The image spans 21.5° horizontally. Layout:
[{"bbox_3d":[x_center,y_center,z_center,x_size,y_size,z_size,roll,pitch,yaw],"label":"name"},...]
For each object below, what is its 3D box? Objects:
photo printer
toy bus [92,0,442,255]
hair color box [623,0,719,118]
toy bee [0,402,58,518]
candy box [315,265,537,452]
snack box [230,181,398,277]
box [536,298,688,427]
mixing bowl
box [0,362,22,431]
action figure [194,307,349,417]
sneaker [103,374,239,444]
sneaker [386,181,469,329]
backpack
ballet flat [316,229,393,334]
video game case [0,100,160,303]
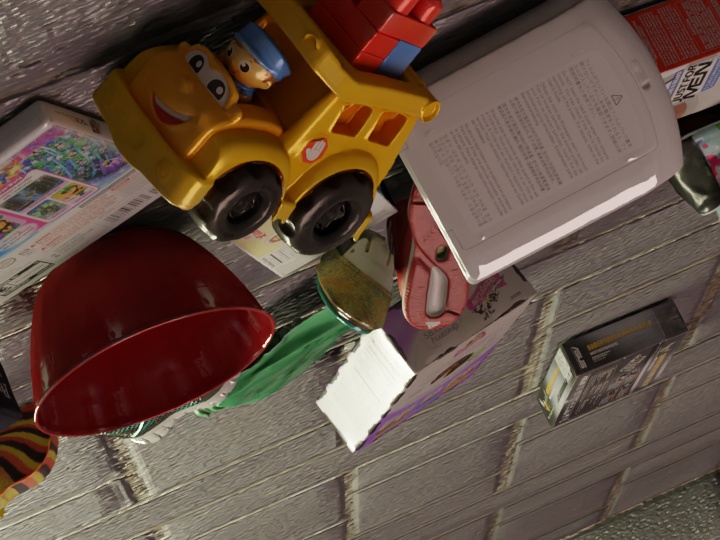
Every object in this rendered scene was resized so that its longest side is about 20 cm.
[{"bbox_3d":[0.132,-0.105,1.418,0.200,0.167,0.069,-29,-166,7],"label":"photo printer"},{"bbox_3d":[-0.042,-0.122,1.224,0.200,0.136,0.192,6,130,-52],"label":"toy bus"},{"bbox_3d":[0.217,-0.156,1.533,0.199,0.064,0.111,-20,161,-14],"label":"hair color box"},{"bbox_3d":[-0.352,0.208,1.699,0.200,0.109,0.131,-31,162,16],"label":"toy bee"},{"bbox_3d":[0.064,0.078,1.881,0.167,0.072,0.200,-31,166,-30],"label":"candy box"},{"bbox_3d":[-0.052,-0.057,1.492,0.116,0.037,0.200,-29,161,8],"label":"snack box"},{"bbox_3d":[0.314,0.118,2.382,0.158,0.048,0.200,-22,161,-12],"label":"box"},{"bbox_3d":[-0.176,0.035,1.469,0.199,0.109,0.200,-22,160,-8],"label":"mixing bowl"},{"bbox_3d":[-0.319,0.014,1.098,0.117,0.201,0.197,-29,161,10],"label":"box"},{"bbox_3d":[-0.081,0.078,1.781,0.200,0.055,0.118,-35,161,13],"label":"action figure"},{"bbox_3d":[-0.182,0.099,1.686,0.091,0.078,0.200,1,146,-44],"label":"sneaker"},{"bbox_3d":[0.056,-0.062,1.586,0.078,0.116,0.201,4,119,-21],"label":"sneaker"},{"bbox_3d":[0.366,-0.123,1.666,0.200,0.151,0.178,-35,-172,6],"label":"backpack"},{"bbox_3d":[0.000,0.000,1.580,0.070,0.071,0.200,-26,-170,2],"label":"ballet flat"},{"bbox_3d":[-0.240,-0.042,1.322,0.200,0.024,0.182,-32,159,20],"label":"video game case"}]
